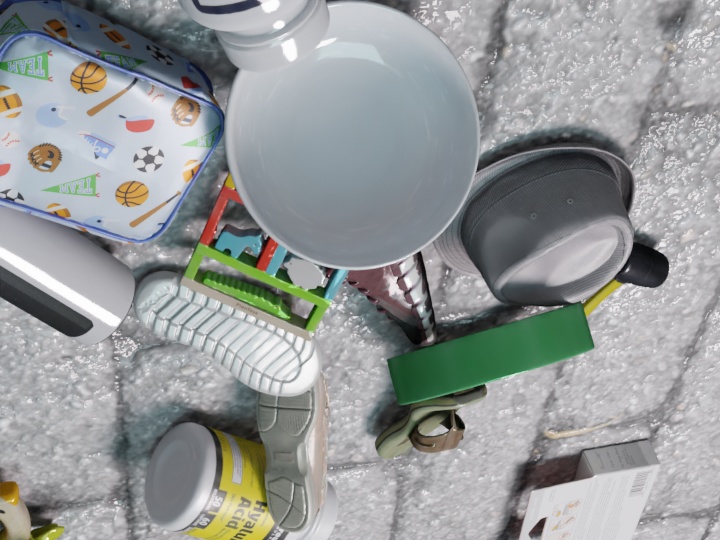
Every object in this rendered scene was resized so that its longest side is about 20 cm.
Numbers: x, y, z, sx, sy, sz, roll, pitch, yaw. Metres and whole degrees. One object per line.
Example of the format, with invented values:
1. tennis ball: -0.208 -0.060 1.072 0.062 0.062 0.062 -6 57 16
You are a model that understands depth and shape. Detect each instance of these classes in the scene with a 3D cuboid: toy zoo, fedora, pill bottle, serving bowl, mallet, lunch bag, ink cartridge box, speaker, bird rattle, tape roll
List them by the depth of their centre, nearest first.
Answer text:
1. pill bottle: -0.086 -0.231 0.789 0.110 0.112 0.201 -20 139 3
2. lunch bag: -0.213 -0.106 0.897 0.198 0.076 0.161 20 119 -35
3. serving bowl: -0.010 -0.103 0.933 0.197 0.203 0.066 -9 -178 -10
4. speaker: -0.279 -0.017 0.979 0.081 0.082 0.200 -33 137 17
5. toy zoo: -0.059 -0.044 1.022 0.130 0.021 0.201 23 119 -10
6. fedora: 0.172 -0.027 1.114 0.197 0.091 0.178 -17 139 -1
7. tape roll: 0.125 0.081 1.167 0.198 0.049 0.200 -17 176 -1
8. mallet: 0.244 0.042 1.262 0.065 0.042 0.201 8 138 -29
9. bird rattle: -0.417 0.280 1.268 0.197 0.113 0.165 2 125 -3
10. pill bottle: -0.122 0.240 1.287 0.199 0.112 0.111 24 125 -38
11. ink cartridge box: 0.280 0.306 1.548 0.174 0.045 0.202 -8 137 -12

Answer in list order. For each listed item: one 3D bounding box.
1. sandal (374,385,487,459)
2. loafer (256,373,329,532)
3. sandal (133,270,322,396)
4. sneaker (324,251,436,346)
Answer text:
1. sandal: 0.081 0.169 1.281 0.079 0.058 0.201 -13 160 -28
2. loafer: -0.063 0.163 1.225 0.071 0.063 0.203 8 105 25
3. sandal: -0.119 0.049 1.133 0.201 0.050 0.083 31 105 -26
4. sneaker: 0.000 0.000 1.110 0.114 0.076 0.202 -15 129 6
